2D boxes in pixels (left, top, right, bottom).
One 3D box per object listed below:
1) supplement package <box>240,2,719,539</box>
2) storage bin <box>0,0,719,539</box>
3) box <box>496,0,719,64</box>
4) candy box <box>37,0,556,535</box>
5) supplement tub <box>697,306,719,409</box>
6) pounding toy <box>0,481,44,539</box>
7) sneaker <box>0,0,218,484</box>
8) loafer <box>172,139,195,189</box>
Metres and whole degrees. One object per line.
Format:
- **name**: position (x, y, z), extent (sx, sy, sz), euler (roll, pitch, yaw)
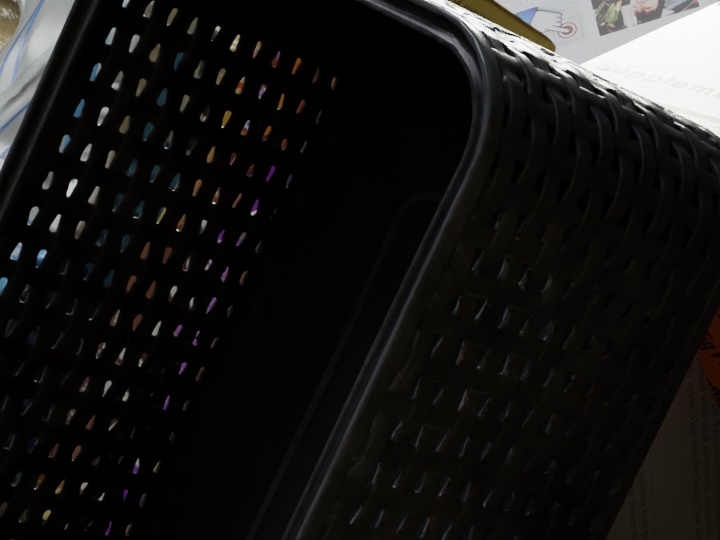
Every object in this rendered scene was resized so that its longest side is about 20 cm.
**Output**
- **supplement package**: position (0.083, 0.018, 0.633), extent (0.199, 0.122, 0.119), euler (-25, 31, -35)
- **storage bin**: position (-0.021, 0.032, 0.502), extent (0.094, 0.201, 0.135), euler (18, 10, -45)
- **box**: position (0.115, -0.071, 0.846), extent (0.144, 0.036, 0.201), euler (-16, 53, 10)
- **candy box**: position (-0.028, 0.004, 0.697), extent (0.201, 0.056, 0.117), euler (-61, 22, -6)
- **supplement tub**: position (0.177, -0.023, 0.536), extent (0.200, 0.123, 0.122), euler (-34, 17, -33)
- **pounding toy**: position (-0.120, 0.031, 0.854), extent (0.142, 0.200, 0.184), euler (-56, -10, 30)
- **sneaker**: position (-0.117, -0.018, 0.769), extent (0.086, 0.075, 0.201), euler (9, 63, 22)
- **loafer**: position (0.000, 0.000, 0.788), extent (0.199, 0.076, 0.067), euler (13, -12, 31)
